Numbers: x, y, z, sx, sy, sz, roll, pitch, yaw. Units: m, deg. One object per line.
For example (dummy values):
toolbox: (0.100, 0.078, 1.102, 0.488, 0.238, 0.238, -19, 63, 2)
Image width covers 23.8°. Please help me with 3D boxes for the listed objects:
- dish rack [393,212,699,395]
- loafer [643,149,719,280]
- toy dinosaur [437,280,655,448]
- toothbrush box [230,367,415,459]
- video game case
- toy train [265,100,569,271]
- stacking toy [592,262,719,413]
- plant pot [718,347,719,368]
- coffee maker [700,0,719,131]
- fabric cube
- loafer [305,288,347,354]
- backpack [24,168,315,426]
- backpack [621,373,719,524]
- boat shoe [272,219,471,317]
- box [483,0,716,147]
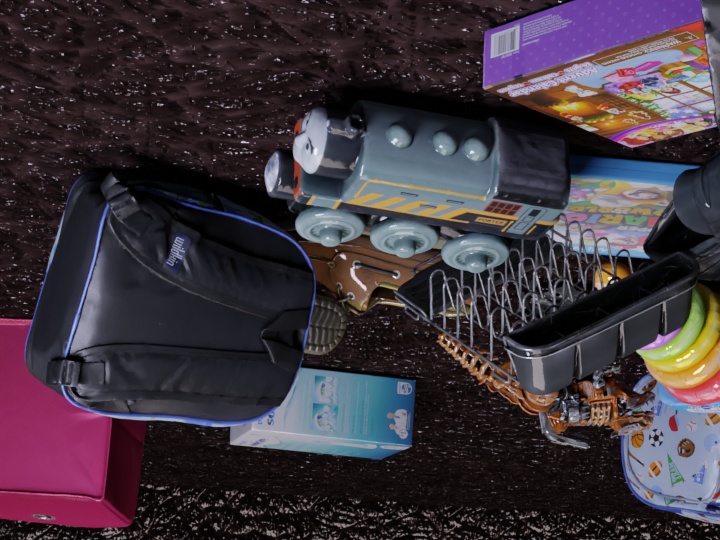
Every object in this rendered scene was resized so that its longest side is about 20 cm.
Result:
dish rack: (0.123, 0.011, 1.205, 0.153, 0.055, 0.200, -23, -147, -24)
loafer: (0.246, -0.046, 1.144, 0.070, 0.068, 0.201, 3, 157, -8)
toy dinosaur: (0.175, 0.086, 1.553, 0.200, 0.136, 0.102, 22, 163, -25)
toothbrush box: (-0.048, 0.173, 2.073, 0.199, 0.086, 0.146, 6, 166, -12)
video game case: (0.196, -0.045, 1.291, 0.143, 0.018, 0.200, 4, 166, -6)
toy train: (0.042, -0.062, 1.123, 0.199, 0.085, 0.114, 10, 153, -18)
stacking toy: (0.269, 0.042, 1.493, 0.116, 0.110, 0.200, -6, 152, 43)
plant pot: (0.357, 0.010, 1.182, 0.199, 0.142, 0.200, 11, 156, 5)
coffee maker: (0.247, -0.121, 0.721, 0.199, 0.135, 0.192, -7, 152, 17)
fabric cube: (-0.353, 0.173, 1.912, 0.196, 0.201, 0.199, 4, 165, 2)
loafer: (-0.109, 0.027, 1.525, 0.200, 0.076, 0.067, 22, -179, -28)
backpack: (-0.146, 0.022, 1.325, 0.200, 0.184, 0.147, 13, -174, -30)
backpack: (0.372, 0.189, 1.854, 0.154, 0.201, 0.190, 19, 166, -33)
boat shoe: (0.000, 0.000, 1.412, 0.199, 0.068, 0.072, 3, 167, 5)
box: (0.186, -0.121, 0.949, 0.137, 0.039, 0.200, 15, 162, -40)
